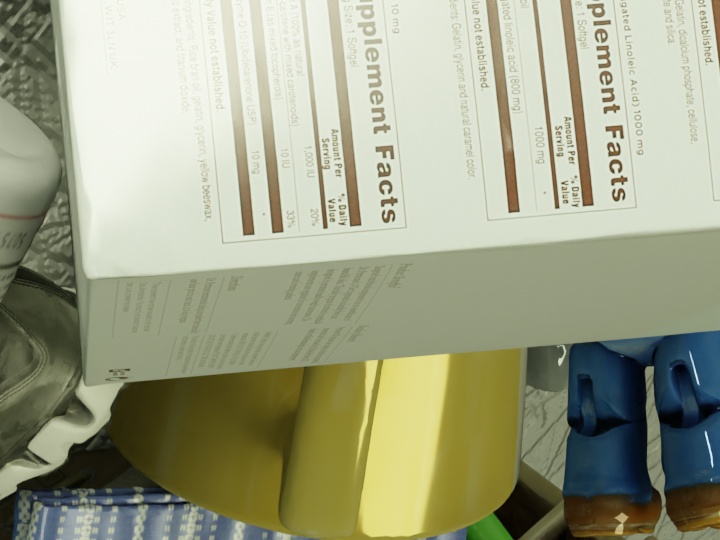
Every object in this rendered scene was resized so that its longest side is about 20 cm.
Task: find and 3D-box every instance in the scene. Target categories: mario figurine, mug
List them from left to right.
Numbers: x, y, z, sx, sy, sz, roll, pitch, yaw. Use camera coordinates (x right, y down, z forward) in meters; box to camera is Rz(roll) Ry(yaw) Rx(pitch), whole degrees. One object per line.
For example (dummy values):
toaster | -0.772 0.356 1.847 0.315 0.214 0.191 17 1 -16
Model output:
mug | 0.004 -0.003 0.907 0.148 0.186 0.154 -4 117 -32
mario figurine | 0.112 -0.009 0.952 0.106 0.122 0.202 124 -37 -84

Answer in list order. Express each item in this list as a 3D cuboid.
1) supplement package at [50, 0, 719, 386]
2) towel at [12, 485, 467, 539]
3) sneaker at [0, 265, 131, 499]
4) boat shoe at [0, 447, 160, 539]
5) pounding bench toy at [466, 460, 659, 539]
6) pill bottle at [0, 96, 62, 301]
supplement package | 0.019 -0.060 0.713 0.198 0.148 0.191 -5 171 -7
towel | -0.045 0.143 0.942 0.199 0.024 0.146 2 98 -41
sneaker | -0.162 0.071 0.849 0.200 0.066 0.090 -49 136 5
boat shoe | -0.098 0.093 0.954 0.200 0.068 0.075 -35 146 -38
pounding bench toy | 0.045 0.131 1.108 0.124 0.156 0.201 -38 146 -26
pill bottle | -0.174 0.032 0.736 0.114 0.114 0.201 11 111 -58
